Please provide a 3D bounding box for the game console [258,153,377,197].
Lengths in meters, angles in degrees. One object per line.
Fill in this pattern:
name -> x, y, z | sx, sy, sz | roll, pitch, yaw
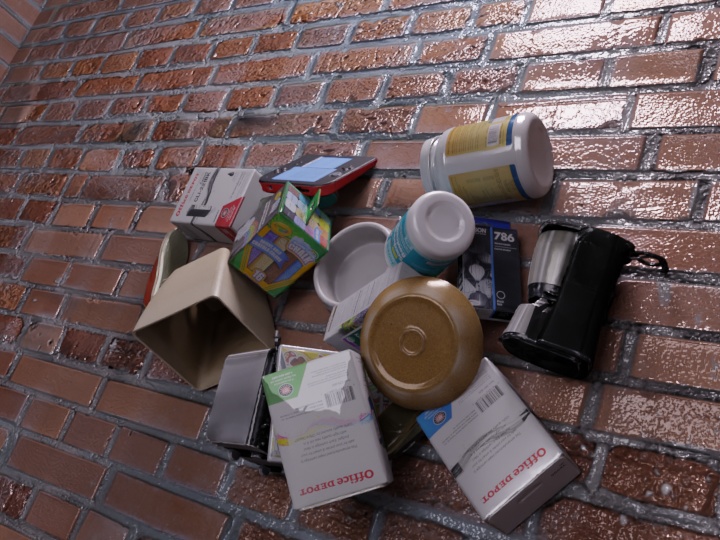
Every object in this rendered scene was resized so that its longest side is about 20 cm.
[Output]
game console -> -0.089, -0.199, 1.673 | 0.199, 0.031, 0.177 | 9, 35, 39

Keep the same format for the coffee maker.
coffee maker -> 0.322, 0.046, 1.207 | 0.191, 0.135, 0.201 | 7, 67, 38

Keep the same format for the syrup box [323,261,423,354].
syrup box -> 0.030, 0.073, 1.380 | 0.200, 0.078, 0.082 | -35, 29, 44

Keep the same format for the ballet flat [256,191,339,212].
ballet flat -> -0.131, -0.152, 1.708 | 0.199, 0.067, 0.064 | -16, 49, 27

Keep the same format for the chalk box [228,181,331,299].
chalk box -> -0.135, -0.070, 1.570 | 0.200, 0.124, 0.125 | -39, 23, 26

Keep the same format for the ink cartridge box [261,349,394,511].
ink cartridge box -> -0.047, 0.236, 1.225 | 0.144, 0.088, 0.202 | -18, 76, 7

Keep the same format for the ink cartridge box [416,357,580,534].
ink cartridge box -> 0.196, 0.252, 1.197 | 0.144, 0.084, 0.200 | -42, 45, 6

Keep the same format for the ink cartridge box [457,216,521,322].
ink cartridge box -> 0.209, -0.014, 1.357 | 0.098, 0.039, 0.201 | 6, 58, -7

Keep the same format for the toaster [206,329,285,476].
toaster -> -0.147, 0.233, 1.389 | 0.118, 0.181, 0.202 | -8, 57, 33

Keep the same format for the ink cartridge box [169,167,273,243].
ink cartridge box -> -0.303, -0.143, 1.812 | 0.199, 0.084, 0.145 | 7, 67, 39

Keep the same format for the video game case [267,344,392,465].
video game case -> -0.041, 0.221, 1.316 | 0.023, 0.198, 0.184 | 132, 144, -67

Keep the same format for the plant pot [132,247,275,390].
plant pot -> -0.285, 0.078, 1.591 | 0.199, 0.200, 0.178 | -23, 40, 21

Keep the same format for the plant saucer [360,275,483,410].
plant saucer -> 0.083, 0.107, 1.234 | 0.198, 0.035, 0.202 | -2, 84, 25

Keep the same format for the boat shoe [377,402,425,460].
boat shoe -> 0.092, 0.220, 1.305 | 0.201, 0.066, 0.072 | -41, 57, -16

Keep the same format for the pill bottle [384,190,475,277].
pill bottle -> 0.105, -0.044, 1.365 | 0.200, 0.110, 0.112 | 128, 160, -66

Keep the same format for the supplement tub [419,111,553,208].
supplement tub -> 0.217, -0.184, 1.423 | 0.199, 0.145, 0.146 | -6, 58, 32

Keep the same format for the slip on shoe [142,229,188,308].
slip on shoe -> -0.433, 0.001, 1.824 | 0.061, 0.074, 0.202 | -6, 63, 36

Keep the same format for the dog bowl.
dog bowl -> 0.000, 0.000, 1.520 | 0.199, 0.059, 0.201 | -18, 52, 25
